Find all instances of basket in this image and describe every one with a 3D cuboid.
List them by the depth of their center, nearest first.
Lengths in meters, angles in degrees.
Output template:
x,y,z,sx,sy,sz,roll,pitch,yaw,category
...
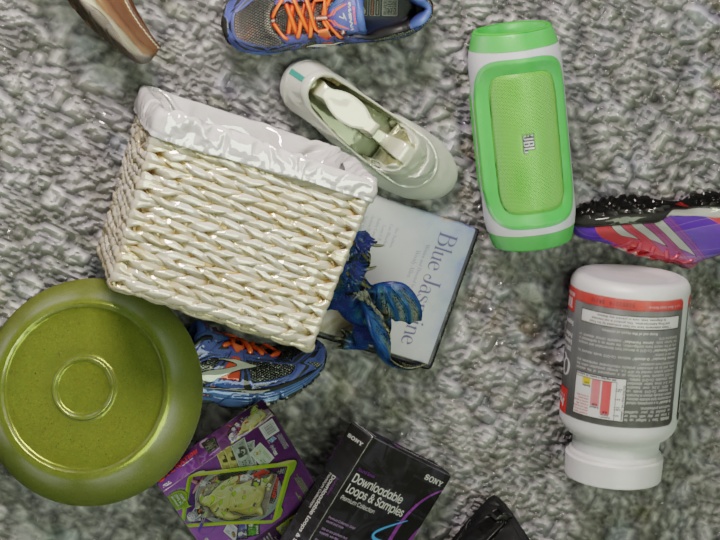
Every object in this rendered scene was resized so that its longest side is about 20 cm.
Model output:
x,y,z,sx,sy,sz,roll,pitch,yaw,category
-0.114,-0.049,1.643,0.199,0.198,0.161,19,97,-14,basket

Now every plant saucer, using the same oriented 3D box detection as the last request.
x,y,z,sx,sy,sz,roll,pitch,yaw,category
-0.238,0.104,1.678,0.199,0.031,0.201,-1,81,6,plant saucer

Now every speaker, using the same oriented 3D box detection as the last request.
x,y,z,sx,sy,sz,roll,pitch,yaw,category
0.148,-0.124,1.775,0.088,0.088,0.201,-11,105,-16,speaker

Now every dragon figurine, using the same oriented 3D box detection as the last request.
x,y,z,sx,sy,sz,roll,pitch,yaw,category
0.014,0.040,1.736,0.059,0.099,0.200,-50,122,-24,dragon figurine

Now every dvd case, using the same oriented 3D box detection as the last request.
x,y,z,sx,sy,sz,roll,pitch,yaw,category
0.000,0.000,1.795,0.199,0.018,0.143,17,95,-21,dvd case

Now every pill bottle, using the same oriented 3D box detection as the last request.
x,y,z,sx,sy,sz,roll,pitch,yaw,category
0.250,0.101,1.849,0.115,0.116,0.201,0,101,-19,pill bottle

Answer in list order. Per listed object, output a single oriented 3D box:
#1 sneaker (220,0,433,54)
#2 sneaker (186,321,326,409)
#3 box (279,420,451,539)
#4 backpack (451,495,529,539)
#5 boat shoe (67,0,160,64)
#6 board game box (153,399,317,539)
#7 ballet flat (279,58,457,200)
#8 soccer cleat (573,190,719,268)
x,y,z,sx,sy,sz,roll,pitch,yaw,category
-0.025,-0.231,1.703,0.199,0.078,0.076,-12,105,-16,sneaker
-0.126,0.083,1.735,0.199,0.075,0.079,-9,101,-18,sneaker
-0.011,0.250,1.806,0.143,0.036,0.200,30,90,-50,box
0.094,0.339,1.833,0.200,0.163,0.154,-31,124,-3,backpack
-0.227,-0.264,1.632,0.072,0.076,0.200,-40,113,-9,boat shoe
-0.100,0.212,1.755,0.120,0.032,0.200,-37,139,-11,board game box
0.013,-0.121,1.748,0.200,0.069,0.070,35,89,-22,ballet flat
0.292,-0.034,1.863,0.199,0.068,0.073,-4,107,-20,soccer cleat
